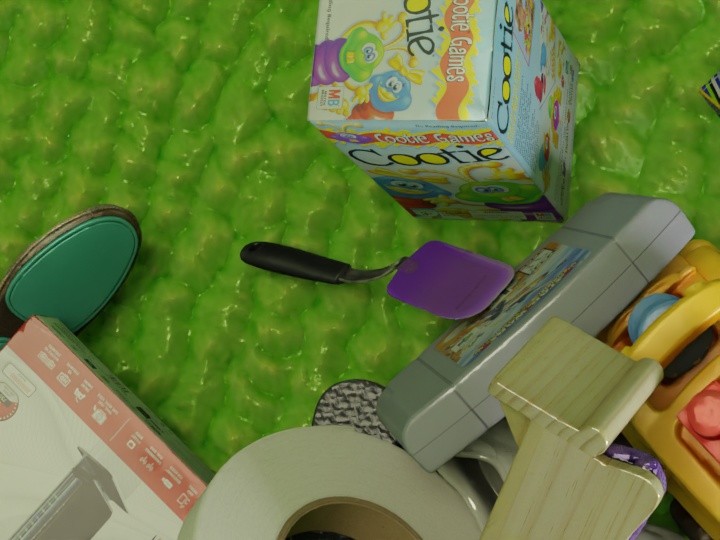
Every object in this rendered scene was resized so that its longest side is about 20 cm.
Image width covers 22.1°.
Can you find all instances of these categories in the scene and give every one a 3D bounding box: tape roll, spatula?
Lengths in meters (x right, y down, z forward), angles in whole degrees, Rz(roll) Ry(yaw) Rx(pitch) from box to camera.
[{"bbox_3d":[-0.007,0.180,1.011,0.204,0.202,0.037,61,140,20],"label":"tape roll"},{"bbox_3d":[0.000,0.000,1.118,0.199,0.021,0.057,6,41,41],"label":"spatula"}]

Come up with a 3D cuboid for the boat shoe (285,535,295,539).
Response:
[{"bbox_3d":[-0.028,0.237,1.033,0.062,0.071,0.201,-1,62,-27],"label":"boat shoe"}]

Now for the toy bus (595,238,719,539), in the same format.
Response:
[{"bbox_3d":[0.194,0.069,0.974,0.136,0.192,0.200,-44,66,6],"label":"toy bus"}]

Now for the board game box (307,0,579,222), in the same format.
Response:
[{"bbox_3d":[0.053,-0.104,1.057,0.102,0.200,0.106,2,77,19],"label":"board game box"}]

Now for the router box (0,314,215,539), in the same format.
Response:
[{"bbox_3d":[-0.184,0.161,1.131,0.200,0.049,0.180,43,93,8],"label":"router box"}]

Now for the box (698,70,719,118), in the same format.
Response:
[{"bbox_3d":[0.270,-0.058,0.995,0.064,0.070,0.200,-44,38,6],"label":"box"}]

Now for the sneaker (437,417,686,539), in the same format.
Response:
[{"bbox_3d":[0.117,0.160,1.023,0.200,0.088,0.076,41,118,27],"label":"sneaker"}]

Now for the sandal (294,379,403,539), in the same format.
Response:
[{"bbox_3d":[-0.015,0.167,1.105,0.075,0.043,0.202,17,75,14],"label":"sandal"}]

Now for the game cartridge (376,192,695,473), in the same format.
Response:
[{"bbox_3d":[0.095,0.029,1.039,0.200,0.133,0.042,-42,94,-3],"label":"game cartridge"}]

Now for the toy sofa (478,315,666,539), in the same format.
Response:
[{"bbox_3d":[0.091,0.135,0.927,0.097,0.083,0.201,29,123,16],"label":"toy sofa"}]

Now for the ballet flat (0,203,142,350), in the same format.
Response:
[{"bbox_3d":[-0.220,0.029,1.191,0.200,0.068,0.067,-48,28,3],"label":"ballet flat"}]
